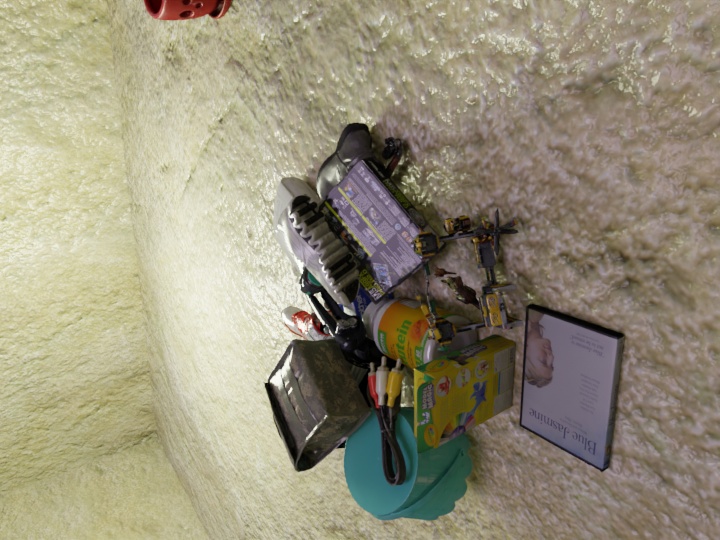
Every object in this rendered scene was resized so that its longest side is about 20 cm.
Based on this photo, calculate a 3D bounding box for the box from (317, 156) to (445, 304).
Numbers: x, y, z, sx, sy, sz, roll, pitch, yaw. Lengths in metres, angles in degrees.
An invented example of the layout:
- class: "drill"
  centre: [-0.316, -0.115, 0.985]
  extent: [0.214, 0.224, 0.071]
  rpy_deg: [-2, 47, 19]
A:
- class: "box"
  centre: [0.021, -0.066, 0.958]
  extent: [0.200, 0.044, 0.160]
  rpy_deg: [49, 120, 2]

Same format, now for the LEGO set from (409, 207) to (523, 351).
- class: "LEGO set"
  centre: [0.151, 0.016, 0.797]
  extent: [0.116, 0.153, 0.201]
  rpy_deg: [46, -139, -89]

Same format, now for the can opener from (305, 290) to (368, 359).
- class: "can opener"
  centre: [-0.052, 0.088, 1.041]
  extent: [0.200, 0.063, 0.079]
  rpy_deg: [44, 143, 42]

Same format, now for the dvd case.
- class: "dvd case"
  centre: [0.286, 0.159, 0.780]
  extent: [0.142, 0.017, 0.201]
  rpy_deg: [21, 119, 51]

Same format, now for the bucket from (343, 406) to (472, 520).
- class: "bucket"
  centre: [0.077, 0.335, 0.985]
  extent: [0.207, 0.134, 0.208]
  rpy_deg: [-21, 60, 42]

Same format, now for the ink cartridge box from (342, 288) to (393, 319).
- class: "ink cartridge box"
  centre: [0.000, 0.000, 1.066]
  extent: [0.044, 0.094, 0.201]
  rpy_deg: [-3, 104, 57]

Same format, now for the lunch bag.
- class: "lunch bag"
  centre: [-0.098, 0.245, 1.008]
  extent: [0.200, 0.117, 0.164]
  rpy_deg: [-55, 48, 32]

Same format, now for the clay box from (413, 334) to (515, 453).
- class: "clay box"
  centre: [0.146, 0.179, 0.830]
  extent: [0.048, 0.199, 0.116]
  rpy_deg: [22, 119, 51]

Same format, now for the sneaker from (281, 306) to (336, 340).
- class: "sneaker"
  centre: [-0.115, 0.119, 1.309]
  extent: [0.201, 0.067, 0.108]
  rpy_deg: [42, 144, 33]

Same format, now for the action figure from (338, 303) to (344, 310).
- class: "action figure"
  centre: [-0.027, 0.032, 1.142]
  extent: [0.052, 0.065, 0.201]
  rpy_deg: [69, -166, -68]

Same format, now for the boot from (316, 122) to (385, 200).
- class: "boot"
  centre: [-0.025, -0.162, 1.046]
  extent: [0.200, 0.069, 0.132]
  rpy_deg: [118, 145, -48]

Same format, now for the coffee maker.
- class: "coffee maker"
  centre: [-0.004, 0.238, 1.132]
  extent: [0.134, 0.192, 0.201]
  rpy_deg: [31, 108, 22]

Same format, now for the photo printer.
- class: "photo printer"
  centre: [-0.134, -0.103, 1.251]
  extent: [0.200, 0.069, 0.167]
  rpy_deg: [49, 139, 42]

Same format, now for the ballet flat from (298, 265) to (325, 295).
- class: "ballet flat"
  centre: [-0.071, -0.030, 1.106]
  extent: [0.073, 0.201, 0.073]
  rpy_deg: [13, 141, 11]

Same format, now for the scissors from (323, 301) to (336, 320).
- class: "scissors"
  centre: [-0.058, 0.018, 1.248]
  extent: [0.073, 0.014, 0.201]
  rpy_deg: [35, 128, 48]

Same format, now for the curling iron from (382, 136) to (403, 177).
- class: "curling iron"
  centre: [0.037, -0.165, 1.025]
  extent: [0.200, 0.025, 0.050]
  rpy_deg: [115, 152, -51]

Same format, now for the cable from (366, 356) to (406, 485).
- class: "cable"
  centre: [0.035, 0.246, 0.925]
  extent: [0.097, 0.050, 0.201]
  rpy_deg: [-19, 59, 48]

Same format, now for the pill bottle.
- class: "pill bottle"
  centre: [0.092, 0.109, 0.964]
  extent: [0.200, 0.111, 0.112]
  rpy_deg: [18, 117, 52]

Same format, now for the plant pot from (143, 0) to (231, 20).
- class: "plant pot"
  centre: [-0.414, -0.707, 1.343]
  extent: [0.200, 0.182, 0.202]
  rpy_deg: [28, 125, 49]

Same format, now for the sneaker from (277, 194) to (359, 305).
- class: "sneaker"
  centre: [-0.072, -0.027, 0.956]
  extent: [0.081, 0.075, 0.201]
  rpy_deg: [-32, 88, 42]
